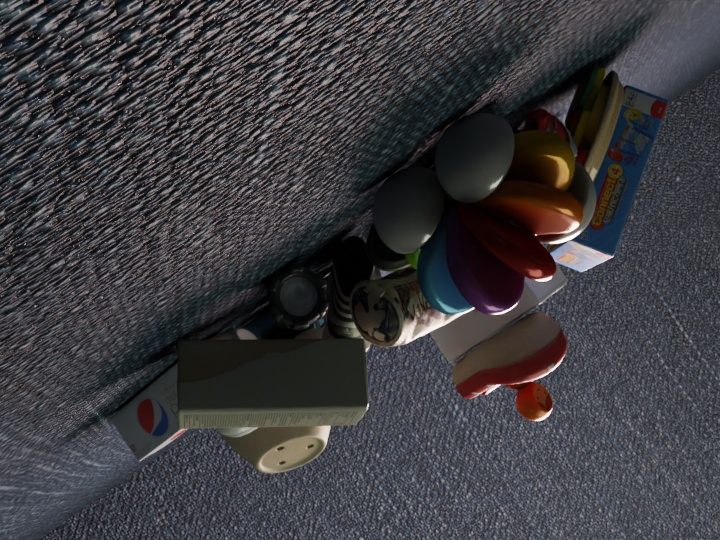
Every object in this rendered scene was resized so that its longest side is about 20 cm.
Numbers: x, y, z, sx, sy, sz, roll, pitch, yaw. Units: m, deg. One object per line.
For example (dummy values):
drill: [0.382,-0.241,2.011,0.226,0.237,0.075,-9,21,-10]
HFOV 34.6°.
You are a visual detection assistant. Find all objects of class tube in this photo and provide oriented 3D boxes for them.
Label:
tube: [-0.076,0.046,1.513,0.200,0.051,0.077,-38,-170,-35]

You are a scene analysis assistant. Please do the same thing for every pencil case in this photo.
pencil case: [0.078,0.019,1.282,0.199,0.078,0.090,-22,129,-38]

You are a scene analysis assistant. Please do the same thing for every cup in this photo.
cup: [-0.116,0.192,1.594,0.198,0.144,0.201,-17,150,-10]

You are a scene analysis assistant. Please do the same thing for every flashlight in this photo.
flashlight: [-0.076,0.036,1.288,0.068,0.068,0.200,-38,-179,-10]

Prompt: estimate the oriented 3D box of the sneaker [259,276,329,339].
sneaker: [-0.048,0.048,1.439,0.079,0.096,0.200,19,-120,42]

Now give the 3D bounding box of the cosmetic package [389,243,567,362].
cosmetic package: [0.159,-0.009,1.645,0.164,0.201,0.165,-36,176,26]

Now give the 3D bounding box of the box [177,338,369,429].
box: [-0.095,0.121,1.233,0.198,0.079,0.095,0,161,-10]

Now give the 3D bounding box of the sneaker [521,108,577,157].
sneaker: [0.143,-0.101,1.274,0.200,0.085,0.077,-42,-163,-5]

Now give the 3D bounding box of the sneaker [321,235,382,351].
sneaker: [0.000,0.000,1.352,0.201,0.075,0.116,-83,-177,-60]

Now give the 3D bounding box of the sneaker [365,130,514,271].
sneaker: [0.078,-0.080,1.184,0.200,0.075,0.106,-41,168,4]

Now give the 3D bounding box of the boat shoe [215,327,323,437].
boat shoe: [-0.093,0.142,1.345,0.071,0.069,0.200,10,-145,30]

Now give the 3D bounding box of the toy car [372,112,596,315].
toy car: [0.121,-0.034,1.070,0.174,0.151,0.200,21,137,-36]

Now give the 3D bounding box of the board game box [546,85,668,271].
board game box: [0.300,-0.107,1.435,0.200,0.055,0.198,91,20,-84]

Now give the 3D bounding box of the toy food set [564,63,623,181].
toy food set: [0.258,-0.148,1.375,0.200,0.048,0.200,91,20,-83]

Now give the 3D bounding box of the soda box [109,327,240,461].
soda box: [-0.214,0.152,1.404,0.200,0.068,0.064,-38,175,33]

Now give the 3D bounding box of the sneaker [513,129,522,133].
sneaker: [0.170,-0.079,1.446,0.202,0.073,0.079,-63,-175,2]

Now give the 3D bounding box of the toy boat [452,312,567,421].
toy boat: [0.219,0.146,1.589,0.130,0.131,0.200,-30,173,-22]
